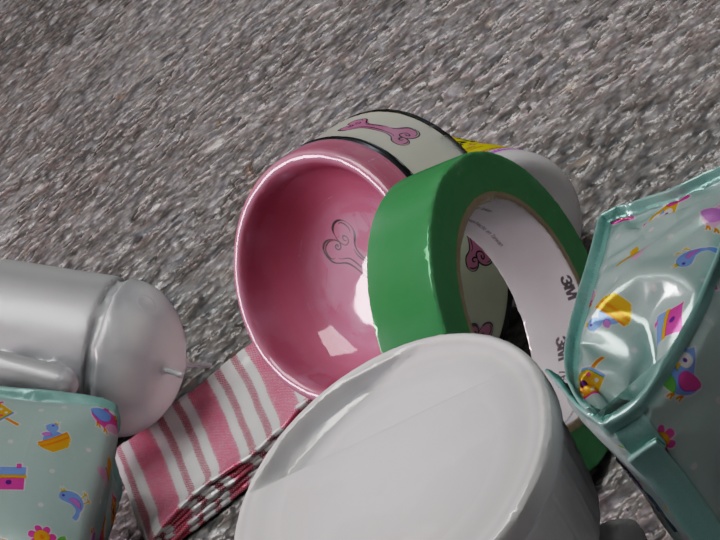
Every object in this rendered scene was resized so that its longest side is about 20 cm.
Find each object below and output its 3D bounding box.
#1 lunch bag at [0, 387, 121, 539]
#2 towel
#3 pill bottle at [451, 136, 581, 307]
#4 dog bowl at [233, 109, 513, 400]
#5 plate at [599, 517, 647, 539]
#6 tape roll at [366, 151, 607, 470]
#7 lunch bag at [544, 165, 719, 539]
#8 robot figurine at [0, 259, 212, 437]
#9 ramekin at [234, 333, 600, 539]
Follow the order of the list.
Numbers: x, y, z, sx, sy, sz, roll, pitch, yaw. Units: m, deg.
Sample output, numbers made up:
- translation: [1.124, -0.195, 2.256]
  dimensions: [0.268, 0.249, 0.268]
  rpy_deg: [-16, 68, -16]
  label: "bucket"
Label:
- translation: [-0.272, 0.163, 1.877]
  dimensions: [0.199, 0.122, 0.171]
  rpy_deg: [10, 44, 4]
  label: "lunch bag"
- translation: [-0.086, 0.100, 1.957]
  dimensions: [0.200, 0.030, 0.146]
  rpy_deg: [-39, 26, 2]
  label: "towel"
- translation: [0.056, -0.039, 1.906]
  dimensions: [0.104, 0.104, 0.200]
  rpy_deg: [-47, 28, -16]
  label: "pill bottle"
- translation: [0.000, 0.000, 1.809]
  dimensions: [0.199, 0.202, 0.074]
  rpy_deg: [-12, 1, 43]
  label: "dog bowl"
- translation: [0.084, 0.233, 1.468]
  dimensions: [0.199, 0.032, 0.200]
  rpy_deg: [-33, 35, 8]
  label: "plate"
- translation: [0.081, 0.031, 1.659]
  dimensions: [0.048, 0.201, 0.201]
  rpy_deg: [-20, 32, 32]
  label: "tape roll"
- translation: [0.188, 0.071, 1.493]
  dimensions: [0.121, 0.171, 0.201]
  rpy_deg: [-21, 30, 32]
  label: "lunch bag"
- translation: [-0.209, 0.056, 1.994]
  dimensions: [0.199, 0.114, 0.170]
  rpy_deg: [9, 19, 14]
  label: "robot figurine"
- translation: [0.038, 0.139, 1.505]
  dimensions: [0.201, 0.094, 0.203]
  rpy_deg: [-25, 37, 21]
  label: "ramekin"
